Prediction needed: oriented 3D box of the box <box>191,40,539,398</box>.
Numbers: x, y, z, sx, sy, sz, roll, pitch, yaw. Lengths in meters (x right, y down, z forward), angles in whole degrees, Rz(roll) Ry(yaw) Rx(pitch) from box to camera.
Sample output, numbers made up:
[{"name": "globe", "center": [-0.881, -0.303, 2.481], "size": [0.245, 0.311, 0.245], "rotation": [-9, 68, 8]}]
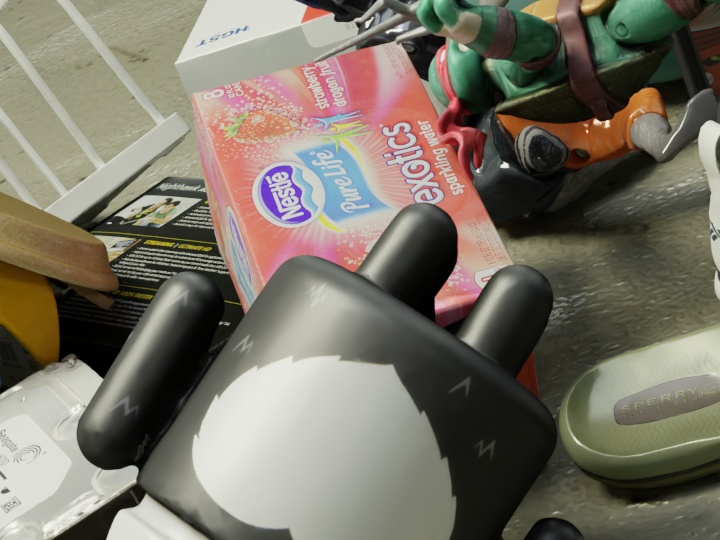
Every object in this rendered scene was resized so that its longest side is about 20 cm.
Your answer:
[{"name": "box", "center": [0.000, 0.000, 1.161], "size": [0.102, 0.095, 0.200], "rotation": [-15, 37, -6]}]

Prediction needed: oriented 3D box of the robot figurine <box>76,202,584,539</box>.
[{"name": "robot figurine", "center": [-0.008, 0.075, 0.991], "size": [0.150, 0.125, 0.200], "rotation": [29, 83, 44]}]

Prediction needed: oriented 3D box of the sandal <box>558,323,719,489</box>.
[{"name": "sandal", "center": [0.167, 0.027, 1.051], "size": [0.200, 0.057, 0.080], "rotation": [-21, 39, 11]}]

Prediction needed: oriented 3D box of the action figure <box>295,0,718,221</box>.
[{"name": "action figure", "center": [0.055, -0.076, 1.273], "size": [0.193, 0.199, 0.105], "rotation": [132, 156, -72]}]

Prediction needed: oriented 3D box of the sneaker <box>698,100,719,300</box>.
[{"name": "sneaker", "center": [0.220, -0.064, 1.122], "size": [0.199, 0.130, 0.079], "rotation": [-27, 25, -8]}]

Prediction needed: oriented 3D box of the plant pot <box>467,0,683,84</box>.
[{"name": "plant pot", "center": [0.127, -0.178, 1.398], "size": [0.188, 0.200, 0.200], "rotation": [-23, 18, 42]}]

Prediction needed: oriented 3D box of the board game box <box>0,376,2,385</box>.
[{"name": "board game box", "center": [-0.292, 0.051, 1.313], "size": [0.200, 0.153, 0.040], "rotation": [-5, 67, 44]}]

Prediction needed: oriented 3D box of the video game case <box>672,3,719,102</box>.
[{"name": "video game case", "center": [0.217, -0.149, 1.222], "size": [0.180, 0.200, 0.026], "rotation": [-20, 39, 7]}]

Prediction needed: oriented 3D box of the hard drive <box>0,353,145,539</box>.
[{"name": "hard drive", "center": [-0.175, 0.119, 1.155], "size": [0.200, 0.038, 0.140], "rotation": [-32, 28, -13]}]

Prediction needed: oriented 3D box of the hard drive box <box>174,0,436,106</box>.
[{"name": "hard drive box", "center": [-0.003, -0.148, 1.571], "size": [0.155, 0.077, 0.200], "rotation": [-16, 25, 17]}]

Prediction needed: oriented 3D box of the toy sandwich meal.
[{"name": "toy sandwich meal", "center": [-0.209, -0.012, 1.255], "size": [0.205, 0.205, 0.070], "rotation": [26, 94, 60]}]

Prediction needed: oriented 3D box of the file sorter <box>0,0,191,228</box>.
[{"name": "file sorter", "center": [-0.218, -0.045, 1.433], "size": [0.200, 0.125, 0.139], "rotation": [-40, 3, -34]}]

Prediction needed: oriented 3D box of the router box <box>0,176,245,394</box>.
[{"name": "router box", "center": [-0.079, 0.014, 1.326], "size": [0.149, 0.051, 0.200], "rotation": [-36, 27, -32]}]

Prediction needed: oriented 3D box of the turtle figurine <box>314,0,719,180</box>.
[{"name": "turtle figurine", "center": [0.089, -0.111, 1.131], "size": [0.200, 0.101, 0.150], "rotation": [-16, 24, 22]}]
